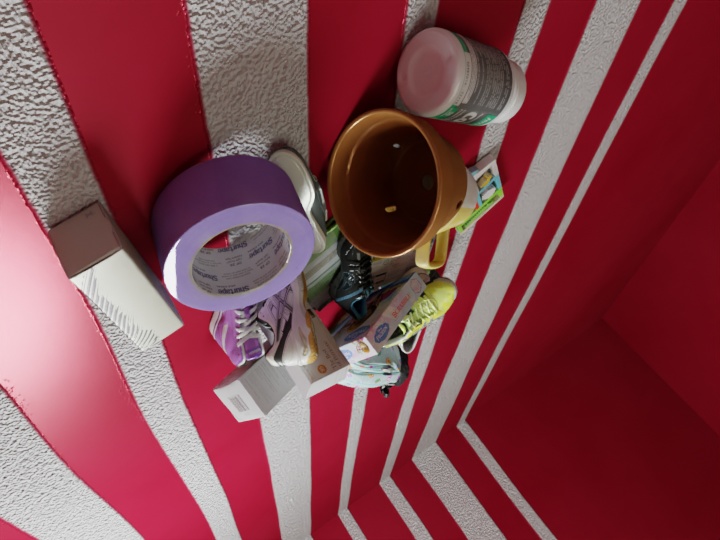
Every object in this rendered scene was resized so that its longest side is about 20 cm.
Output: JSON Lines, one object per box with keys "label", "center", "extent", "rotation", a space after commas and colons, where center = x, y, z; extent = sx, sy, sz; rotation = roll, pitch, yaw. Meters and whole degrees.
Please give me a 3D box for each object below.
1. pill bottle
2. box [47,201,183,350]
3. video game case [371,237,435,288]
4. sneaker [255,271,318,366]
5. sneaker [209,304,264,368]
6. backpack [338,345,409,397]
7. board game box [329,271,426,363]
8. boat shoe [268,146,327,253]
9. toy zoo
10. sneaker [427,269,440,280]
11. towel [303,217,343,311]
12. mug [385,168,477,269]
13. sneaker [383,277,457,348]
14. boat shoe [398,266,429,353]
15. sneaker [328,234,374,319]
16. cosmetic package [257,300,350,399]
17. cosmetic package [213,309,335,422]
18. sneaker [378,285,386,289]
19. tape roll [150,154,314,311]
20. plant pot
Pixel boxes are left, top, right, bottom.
{"label": "pill bottle", "center": [0.152, -0.271, 0.856], "extent": [0.198, 0.114, 0.114], "rotation": [-7, 139, -46]}
{"label": "box", "center": [-0.293, 0.015, 0.735], "extent": [0.068, 0.083, 0.201], "rotation": [-32, 151, -12]}
{"label": "video game case", "center": [0.080, -0.057, 1.145], "extent": [0.198, 0.023, 0.185], "rotation": [-18, 135, -42]}
{"label": "sneaker", "center": [-0.122, 0.047, 0.908], "extent": [0.086, 0.204, 0.076], "rotation": [-12, 156, 0]}
{"label": "sneaker", "center": [-0.178, 0.073, 0.937], "extent": [0.072, 0.115, 0.203], "rotation": [-19, 145, -32]}
{"label": "backpack", "center": [0.004, 0.178, 1.304], "extent": [0.197, 0.169, 0.127], "rotation": [7, 135, -36]}
{"label": "board game box", "center": [0.008, 0.103, 1.132], "extent": [0.199, 0.041, 0.200], "rotation": [-30, -166, 46]}
{"label": "boat shoe", "center": [-0.088, -0.109, 0.863], "extent": [0.071, 0.063, 0.202], "rotation": [0, 143, 13]}
{"label": "toy zoo", "center": [0.234, -0.160, 1.236], "extent": [0.131, 0.021, 0.200], "rotation": [-42, 153, 2]}
{"label": "sneaker", "center": [0.152, 0.044, 1.362], "extent": [0.076, 0.084, 0.201], "rotation": [-37, 153, -3]}
{"label": "towel", "center": [-0.055, -0.016, 1.070], "extent": [0.148, 0.031, 0.201], "rotation": [-39, 151, -9]}
{"label": "mug", "center": [0.122, -0.118, 1.023], "extent": [0.189, 0.149, 0.152], "rotation": [-58, 158, 18]}
{"label": "sneaker", "center": [0.108, 0.091, 1.155], "extent": [0.199, 0.076, 0.077], "rotation": [-39, -171, 14]}
{"label": "boat shoe", "center": [0.112, 0.086, 1.231], "extent": [0.072, 0.066, 0.203], "rotation": [-9, 132, -16]}
{"label": "sneaker", "center": [0.000, 0.000, 1.044], "extent": [0.072, 0.082, 0.202], "rotation": [-24, 146, -29]}
{"label": "cosmetic package", "center": [-0.105, 0.104, 0.981], "extent": [0.081, 0.201, 0.051], "rotation": [-22, 150, -32]}
{"label": "cosmetic package", "center": [-0.148, 0.167, 1.052], "extent": [0.112, 0.082, 0.200], "rotation": [-26, -166, 48]}
{"label": "sneaker", "center": [0.094, 0.052, 1.295], "extent": [0.077, 0.080, 0.201], "rotation": [-38, 144, -7]}
{"label": "tape roll", "center": [-0.163, -0.043, 0.770], "extent": [0.196, 0.086, 0.202], "rotation": [-19, 147, -12]}
{"label": "plant pot", "center": [0.068, -0.129, 0.874], "extent": [0.139, 0.200, 0.202], "rotation": [-13, 143, -50]}
